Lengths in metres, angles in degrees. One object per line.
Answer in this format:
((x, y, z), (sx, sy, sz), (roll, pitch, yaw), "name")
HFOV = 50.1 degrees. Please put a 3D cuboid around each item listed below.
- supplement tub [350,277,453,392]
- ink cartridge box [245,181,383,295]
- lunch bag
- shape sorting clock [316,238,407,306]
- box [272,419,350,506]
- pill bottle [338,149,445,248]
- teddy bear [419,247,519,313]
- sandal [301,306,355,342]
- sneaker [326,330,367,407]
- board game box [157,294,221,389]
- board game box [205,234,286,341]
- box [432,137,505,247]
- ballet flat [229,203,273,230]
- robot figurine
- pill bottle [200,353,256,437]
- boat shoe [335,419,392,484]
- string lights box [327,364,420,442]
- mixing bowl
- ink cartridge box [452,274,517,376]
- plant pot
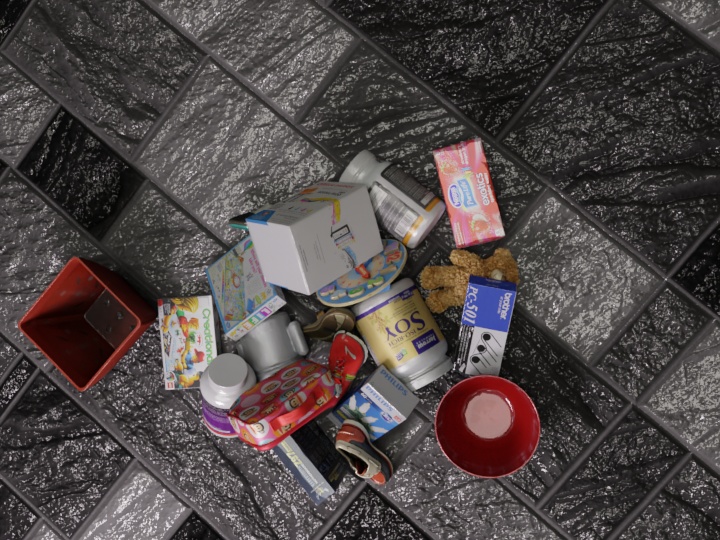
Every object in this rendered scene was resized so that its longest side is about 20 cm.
((0.083, 0.131, 1.532), (0.145, 0.145, 0.200), (-30, 87, 10), "supplement tub")
((-0.086, -0.070, 1.492), (0.147, 0.200, 0.145), (12, 125, 48), "ink cartridge box")
((-0.140, 0.250, 1.449), (0.200, 0.176, 0.082), (-33, 105, -24), "lunch bag")
((0.000, 0.000, 1.525), (0.200, 0.200, 0.039), (-19, 120, 11), "shape sorting clock")
((-0.100, 0.371, 1.549), (0.051, 0.200, 0.158), (-41, 85, 7), "box")
((0.061, -0.145, 1.540), (0.200, 0.116, 0.116), (39, 99, 7), "pill bottle")
((0.217, 0.024, 1.542), (0.200, 0.067, 0.145), (3, 95, 11), "teddy bear")
((-0.061, 0.103, 1.556), (0.080, 0.200, 0.054), (21, 63, -15), "sandal")
((-0.040, 0.205, 1.547), (0.077, 0.085, 0.200), (22, 132, 10), "sneaker")
((-0.368, 0.156, 1.674), (0.126, 0.035, 0.200), (-5, 91, 10), "board game box")
((-0.239, 0.031, 1.585), (0.134, 0.034, 0.200), (-37, 46, 10), "board game box")
((0.215, -0.150, 1.520), (0.100, 0.095, 0.200), (-14, 90, 11), "box")
((-0.173, -0.099, 1.616), (0.200, 0.068, 0.068), (16, 85, -1), "ballet flat")
((-0.185, 0.161, 1.600), (0.170, 0.113, 0.200), (-22, 88, 31), "robot figurine")
((-0.268, 0.253, 1.571), (0.112, 0.200, 0.113), (4, 53, -5), "pill bottle")
((0.006, 0.380, 1.549), (0.071, 0.063, 0.200), (-3, 135, 29), "boat shoe")
((0.023, 0.273, 1.531), (0.103, 0.059, 0.200), (43, 142, 1), "string lights box")
((0.253, 0.296, 1.526), (0.200, 0.108, 0.200), (1, 93, 11), "mixing bowl")
((0.243, 0.114, 1.519), (0.094, 0.044, 0.200), (11, 114, 8), "ink cartridge box")
((-0.552, 0.105, 1.635), (0.200, 0.176, 0.200), (44, 99, 7), "plant pot")
